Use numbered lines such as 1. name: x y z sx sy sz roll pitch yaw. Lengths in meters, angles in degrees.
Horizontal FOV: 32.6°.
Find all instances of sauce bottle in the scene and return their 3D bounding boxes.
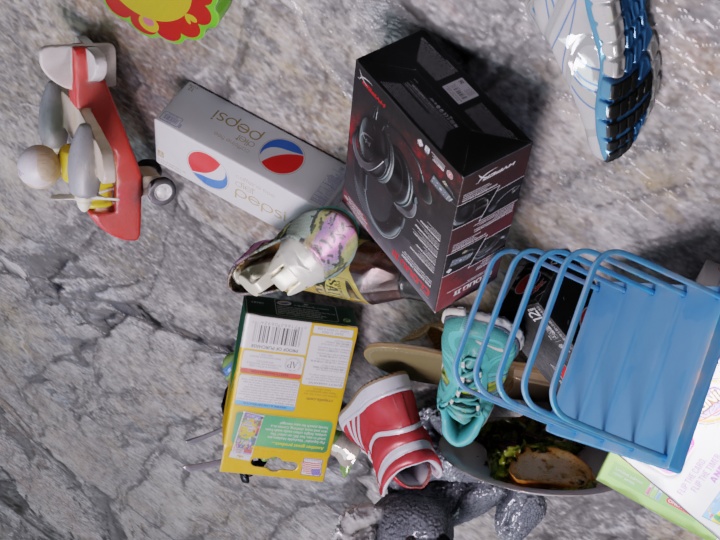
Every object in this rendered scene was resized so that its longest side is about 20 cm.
1. sauce bottle: 0.000 0.000 1.250 0.198 0.066 0.066 11 139 36

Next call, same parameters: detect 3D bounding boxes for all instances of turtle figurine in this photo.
1. turtle figurine: -0.105 0.199 1.497 0.192 0.202 0.144 28 157 -9

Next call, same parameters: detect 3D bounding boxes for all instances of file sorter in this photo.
1. file sorter: 0.174 0.058 0.971 0.122 0.140 0.200 23 174 -16

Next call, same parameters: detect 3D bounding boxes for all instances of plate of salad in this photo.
1. plate of salad: 0.176 0.172 1.217 0.198 0.199 0.049 12 106 32

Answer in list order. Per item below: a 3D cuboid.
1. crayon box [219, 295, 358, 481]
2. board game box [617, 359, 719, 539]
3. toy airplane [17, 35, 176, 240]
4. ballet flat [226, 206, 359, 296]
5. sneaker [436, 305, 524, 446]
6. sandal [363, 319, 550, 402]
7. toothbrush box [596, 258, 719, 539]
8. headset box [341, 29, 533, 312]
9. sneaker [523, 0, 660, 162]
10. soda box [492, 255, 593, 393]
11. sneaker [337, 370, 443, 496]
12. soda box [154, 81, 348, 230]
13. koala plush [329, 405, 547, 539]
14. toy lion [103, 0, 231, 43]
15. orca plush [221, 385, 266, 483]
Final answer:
1. crayon box: -0.084 0.133 1.375 0.124 0.052 0.202 8 113 -12
2. board game box: 0.318 0.146 0.965 0.200 0.040 0.153 40 124 5
3. toy airplane: -0.288 -0.137 1.259 0.201 0.140 0.200 62 168 13
4. ballet flat: -0.071 -0.005 1.183 0.069 0.071 0.199 54 149 -11
5. sneaker: 0.104 0.098 1.130 0.077 0.080 0.201 13 149 11
6. sandal: 0.108 0.077 1.254 0.209 0.070 0.078 13 154 -6
7. toothbrush box: 0.307 0.118 1.033 0.144 0.086 0.202 27 123 14
8. headset box: 0.058 -0.075 1.048 0.149 0.077 0.201 51 153 27
9. sneaker: 0.163 -0.173 0.895 0.086 0.075 0.202 18 136 37
10. soda box: 0.213 0.081 1.148 0.063 0.071 0.200 -17 120 49
11. sneaker: 0.030 0.185 1.288 0.200 0.070 0.114 108 143 -70
12. soda box: -0.107 -0.104 1.221 0.199 0.064 0.068 29 146 12
13. koala plush: 0.068 0.271 1.371 0.183 0.201 0.178 17 155 50
14. toy lion: -0.191 -0.291 1.078 0.191 0.069 0.200 36 147 -12
15. orca plush: -0.144 0.214 1.671 0.106 0.070 0.201 -112 10 -47
